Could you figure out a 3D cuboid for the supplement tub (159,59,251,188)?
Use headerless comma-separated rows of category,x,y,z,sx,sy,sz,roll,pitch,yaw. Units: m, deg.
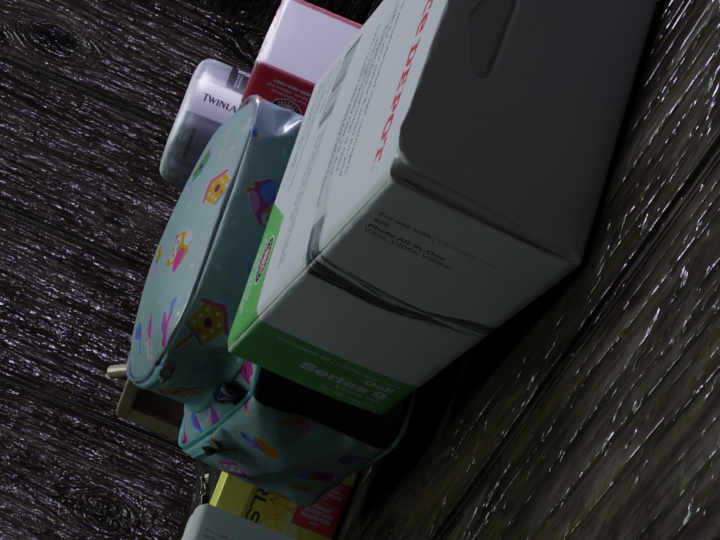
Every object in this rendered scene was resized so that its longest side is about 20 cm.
supplement tub,-0.078,-0.107,1.797,0.123,0.198,0.124,-159,90,-86

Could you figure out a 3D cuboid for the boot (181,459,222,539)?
boot,-0.087,0.134,1.220,0.200,0.068,0.176,148,120,-66

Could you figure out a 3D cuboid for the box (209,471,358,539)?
box,-0.041,0.116,1.092,0.050,0.075,0.202,168,125,-82

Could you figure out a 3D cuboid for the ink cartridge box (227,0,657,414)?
ink cartridge box,0.030,-0.044,0.780,0.200,0.083,0.147,-43,26,62

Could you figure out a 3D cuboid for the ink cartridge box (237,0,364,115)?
ink cartridge box,-0.029,-0.092,1.471,0.201,0.144,0.084,117,172,-50

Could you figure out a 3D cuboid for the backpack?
backpack,-0.033,0.020,0.967,0.200,0.152,0.177,116,170,-64

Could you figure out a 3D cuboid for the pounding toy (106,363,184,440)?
pounding toy,-0.172,0.098,2.045,0.143,0.182,0.201,-76,9,-63

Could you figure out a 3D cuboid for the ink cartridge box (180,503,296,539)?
ink cartridge box,-0.085,0.236,0.961,0.200,0.087,0.146,-80,14,-64
